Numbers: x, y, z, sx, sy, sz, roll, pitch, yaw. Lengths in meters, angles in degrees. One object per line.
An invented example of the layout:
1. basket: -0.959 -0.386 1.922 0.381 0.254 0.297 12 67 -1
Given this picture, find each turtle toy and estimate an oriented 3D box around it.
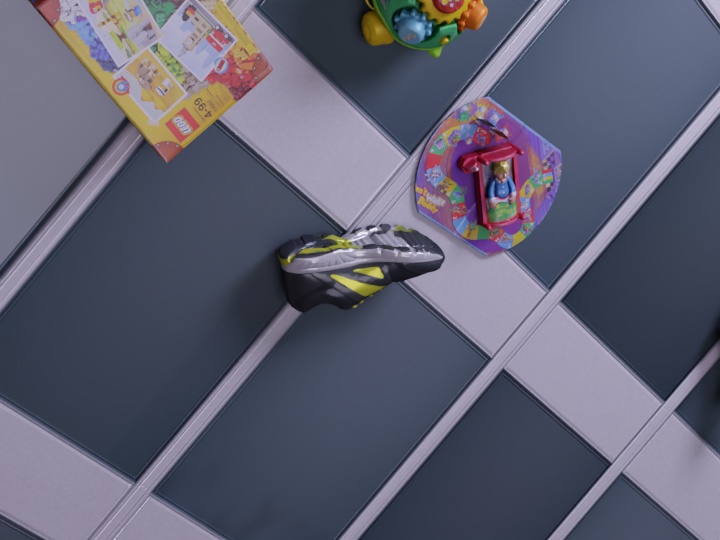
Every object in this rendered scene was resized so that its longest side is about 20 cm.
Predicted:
1. turtle toy: 0.073 -0.322 1.284 0.144 0.101 0.202 -16 117 -17

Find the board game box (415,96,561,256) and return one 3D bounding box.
1. board game box: 0.161 -0.103 1.448 0.199 0.039 0.159 31 96 -30

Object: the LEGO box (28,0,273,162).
1. LEGO box: -0.208 -0.237 1.210 0.149 0.077 0.200 -41 121 -4

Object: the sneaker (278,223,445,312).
1. sneaker: 0.000 0.000 1.410 0.197 0.075 0.086 -3 118 -13
